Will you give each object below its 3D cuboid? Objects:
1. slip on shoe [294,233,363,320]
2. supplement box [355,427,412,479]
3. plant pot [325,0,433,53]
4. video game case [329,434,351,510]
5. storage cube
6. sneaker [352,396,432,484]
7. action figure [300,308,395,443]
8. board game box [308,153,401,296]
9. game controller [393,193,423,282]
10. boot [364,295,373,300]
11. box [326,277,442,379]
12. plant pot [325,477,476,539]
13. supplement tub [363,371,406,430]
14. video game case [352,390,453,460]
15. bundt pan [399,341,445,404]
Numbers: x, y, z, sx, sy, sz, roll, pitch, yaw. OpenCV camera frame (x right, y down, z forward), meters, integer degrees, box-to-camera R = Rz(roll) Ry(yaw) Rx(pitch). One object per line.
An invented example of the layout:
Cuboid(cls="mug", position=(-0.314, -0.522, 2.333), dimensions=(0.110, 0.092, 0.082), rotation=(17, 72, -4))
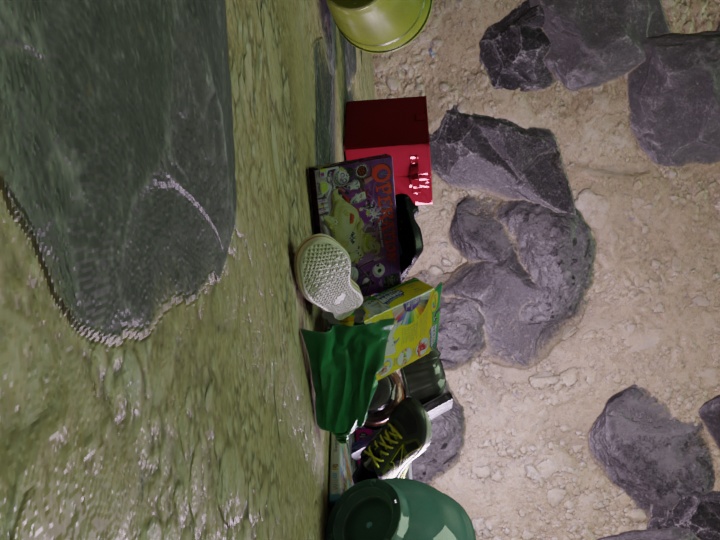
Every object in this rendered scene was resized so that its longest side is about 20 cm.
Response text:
Cuboid(cls="slip on shoe", position=(-0.047, 0.003, 1.081), dimensions=(0.061, 0.074, 0.200), rotation=(51, -4, 23))
Cuboid(cls="supplement box", position=(0.048, 0.379, 1.681), dimensions=(0.103, 0.101, 0.201), rotation=(-59, 145, -82))
Cuboid(cls="plant pot", position=(0.014, -0.512, 1.560), dimensions=(0.193, 0.199, 0.201), rotation=(-7, 93, -73))
Cuboid(cls="video game case", position=(-0.029, 0.287, 1.308), dimensions=(0.143, 0.018, 0.201), rotation=(82, 6, -49))
Cuboid(cls="storage cube", position=(0.062, -0.254, 1.871), dimensions=(0.201, 0.179, 0.171), rotation=(-88, 173, -45))
Cuboid(cls="sneaker", position=(0.049, 0.288, 1.385), dimensions=(0.074, 0.084, 0.201), rotation=(43, -52, 33))
Cuboid(cls="action figure", position=(-0.022, 0.143, 1.107), dimensions=(0.055, 0.118, 0.201), rotation=(-109, -161, -57))
Cuboid(cls="board game box", position=(-0.005, -0.058, 1.239), dimensions=(0.032, 0.120, 0.201), rotation=(32, -48, 59))
Cuboid(cls="game controller", position=(0.050, -0.034, 1.321), dimensions=(0.200, 0.042, 0.105), rotation=(119, -31, -63))
Cuboid(cls="boot", position=(-0.019, -0.016, 1.322), dimensions=(0.155, 0.072, 0.201), rotation=(83, -1, -50))
Cuboid(cls="box", position=(0.039, 0.089, 1.249), dimensions=(0.048, 0.199, 0.118), rotation=(31, -51, 40))
Cuboid(cls="plant pot", position=(0.037, 0.361, 1.162), dimensions=(0.134, 0.200, 0.201), rotation=(48, 29, -37))
Cuboid(cls="supplement tub", position=(0.023, 0.211, 1.464), dimensions=(0.200, 0.106, 0.107), rotation=(72, 15, -74))
Cuboid(cls="video game case", position=(0.070, 0.272, 1.506), dimensions=(0.019, 0.199, 0.143), rotation=(62, -2, 16))
Cuboid(cls="bundt pan", position=(0.099, 0.142, 1.518), dimensions=(0.202, 0.075, 0.203), rotation=(-13, 90, -89))
